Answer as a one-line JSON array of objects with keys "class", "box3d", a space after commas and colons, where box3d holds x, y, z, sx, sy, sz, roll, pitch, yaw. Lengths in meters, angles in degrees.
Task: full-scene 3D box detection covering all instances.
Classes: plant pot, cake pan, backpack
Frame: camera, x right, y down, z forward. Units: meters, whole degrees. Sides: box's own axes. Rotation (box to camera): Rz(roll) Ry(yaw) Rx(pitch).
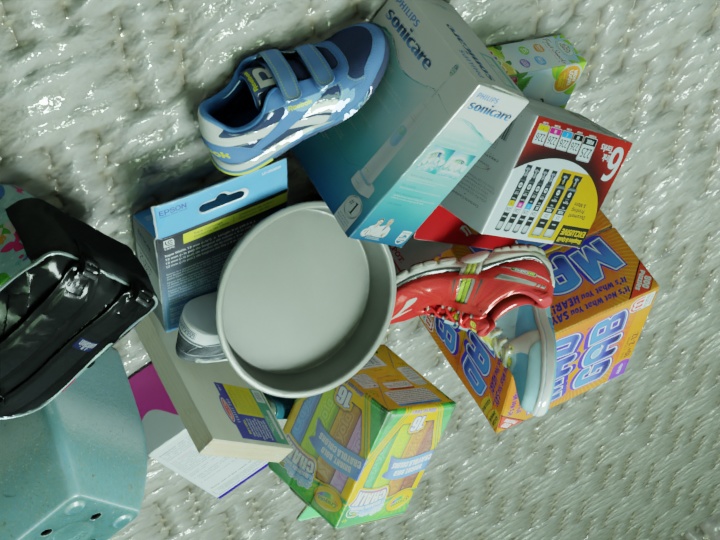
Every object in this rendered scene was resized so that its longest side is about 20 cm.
[{"class": "plant pot", "box3d": [-0.332, 0.193, 1.362, 0.196, 0.200, 0.196, -38, 151, 9]}, {"class": "cake pan", "box3d": [-0.058, 0.026, 1.328, 0.199, 0.037, 0.201, -9, 108, -28]}, {"class": "backpack", "box3d": [-0.309, 0.034, 1.198, 0.200, 0.151, 0.177, -46, 146, 8]}]

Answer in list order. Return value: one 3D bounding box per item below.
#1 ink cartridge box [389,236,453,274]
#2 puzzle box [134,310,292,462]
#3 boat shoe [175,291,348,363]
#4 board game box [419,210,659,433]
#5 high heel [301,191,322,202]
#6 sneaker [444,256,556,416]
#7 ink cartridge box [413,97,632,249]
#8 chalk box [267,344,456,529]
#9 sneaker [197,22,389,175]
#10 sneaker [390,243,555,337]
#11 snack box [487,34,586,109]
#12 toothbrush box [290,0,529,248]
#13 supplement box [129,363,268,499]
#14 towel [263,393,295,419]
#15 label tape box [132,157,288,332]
[{"class": "ink cartridge box", "box3d": [0.000, 0.000, 1.482, 0.200, 0.116, 0.068, -33, 151, 0]}, {"class": "puzzle box", "box3d": [-0.161, 0.113, 1.408, 0.025, 0.200, 0.133, -44, 148, 19]}, {"class": "boat shoe", "box3d": [-0.098, 0.055, 1.387, 0.199, 0.072, 0.068, -14, 145, -32]}, {"class": "board game box", "box3d": [0.214, 0.039, 1.663, 0.199, 0.200, 0.200, -22, 149, -19]}, {"class": "high heel", "box3d": [0.015, -0.084, 1.393, 0.067, 0.096, 0.200, 7, 131, -49]}, {"class": "sneaker", "box3d": [0.143, 0.068, 1.468, 0.130, 0.201, 0.080, 3, 144, -7]}, {"class": "ink cartridge box", "box3d": [0.171, -0.085, 1.400, 0.200, 0.084, 0.176, 5, 115, -51]}, {"class": "chalk box", "box3d": [-0.008, 0.201, 1.481, 0.124, 0.124, 0.201, -3, 122, -50]}, {"class": "sneaker", "box3d": [-0.062, -0.167, 1.223, 0.200, 0.074, 0.082, -36, 146, 0]}, {"class": "sneaker", "box3d": [0.106, 0.031, 1.400, 0.199, 0.085, 0.077, -15, 159, 5]}, {"class": "snack box", "box3d": [0.146, -0.156, 1.458, 0.142, 0.053, 0.200, -16, 145, -31]}, {"class": "toothbrush box", "box3d": [0.039, -0.145, 1.278, 0.085, 0.147, 0.200, 7, 130, -48]}, {"class": "supplement box", "box3d": [-0.188, 0.181, 1.582, 0.103, 0.101, 0.200, -35, 151, 3]}, {"class": "towel", "box3d": [-0.087, 0.134, 1.571, 0.200, 0.147, 0.022, 15, 109, -54]}, {"class": "label tape box", "box3d": [-0.148, -0.040, 1.333, 0.143, 0.066, 0.200, -23, 147, -20]}]
